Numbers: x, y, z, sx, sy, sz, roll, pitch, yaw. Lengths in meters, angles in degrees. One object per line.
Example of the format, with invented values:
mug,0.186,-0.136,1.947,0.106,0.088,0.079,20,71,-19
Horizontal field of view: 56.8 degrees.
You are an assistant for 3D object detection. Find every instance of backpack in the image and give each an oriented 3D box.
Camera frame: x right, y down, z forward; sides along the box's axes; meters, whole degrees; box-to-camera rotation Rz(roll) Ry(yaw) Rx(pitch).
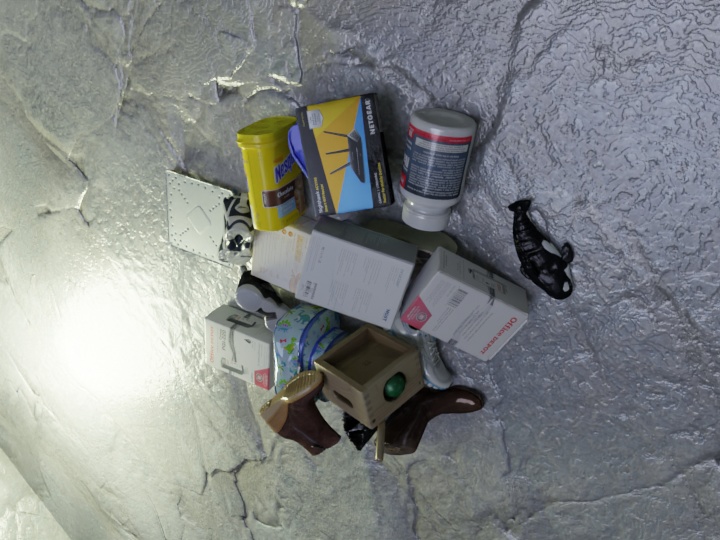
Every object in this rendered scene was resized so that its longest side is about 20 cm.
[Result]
backpack,-0.100,0.180,1.477,0.146,0.183,0.201,8,115,27

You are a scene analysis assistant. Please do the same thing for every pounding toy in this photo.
pounding toy,0.026,0.242,1.357,0.199,0.184,0.143,24,138,45

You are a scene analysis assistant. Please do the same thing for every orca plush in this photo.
orca plush,0.321,-0.028,1.198,0.105,0.071,0.201,-8,109,33

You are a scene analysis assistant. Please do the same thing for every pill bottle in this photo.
pill bottle,0.133,-0.180,1.205,0.119,0.120,0.201,20,121,21

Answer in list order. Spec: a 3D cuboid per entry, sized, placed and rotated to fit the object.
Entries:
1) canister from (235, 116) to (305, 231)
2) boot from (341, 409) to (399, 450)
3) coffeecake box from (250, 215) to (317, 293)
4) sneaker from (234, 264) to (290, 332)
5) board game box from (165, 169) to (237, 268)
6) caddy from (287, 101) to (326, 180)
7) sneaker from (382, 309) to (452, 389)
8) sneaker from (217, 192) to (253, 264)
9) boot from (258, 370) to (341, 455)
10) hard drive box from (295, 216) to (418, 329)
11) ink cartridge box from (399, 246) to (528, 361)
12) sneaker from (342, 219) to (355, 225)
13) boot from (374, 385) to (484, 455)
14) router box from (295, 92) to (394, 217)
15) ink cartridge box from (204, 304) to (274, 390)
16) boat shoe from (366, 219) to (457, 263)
canister,-0.176,-0.198,1.361,0.086,0.149,0.201,7,118,22
boot,0.031,0.341,1.490,0.073,0.162,0.200,4,115,30
coffeecake box,-0.134,-0.034,1.460,0.199,0.073,0.154,22,120,20
sneaker,-0.211,0.063,1.555,0.075,0.114,0.200,-31,131,21
board game box,-0.378,-0.125,1.589,0.199,0.026,0.201,19,122,21
caddy,-0.050,-0.233,1.300,0.141,0.105,0.201,-33,94,13
sneaker,0.135,0.161,1.401,0.087,0.075,0.200,-40,90,31
sneaker,-0.276,-0.103,1.500,0.079,0.130,0.199,7,155,-8
boot,-0.099,0.302,1.404,0.166,0.073,0.200,40,124,-18
hard drive box,-0.007,0.004,1.271,0.199,0.077,0.157,19,119,1
ink cartridge box,0.196,0.067,1.269,0.199,0.083,0.147,26,127,-12
sneaker,0.000,0.000,1.357,0.201,0.080,0.086,63,173,-30
boot,0.144,0.320,1.390,0.185,0.200,0.065,-5,111,32
router box,-0.026,-0.209,1.217,0.148,0.051,0.202,-8,100,12
ink cartridge box,-0.285,0.188,1.650,0.199,0.085,0.147,19,121,23
boat shoe,0.100,-0.048,1.320,0.199,0.071,0.063,16,129,26
